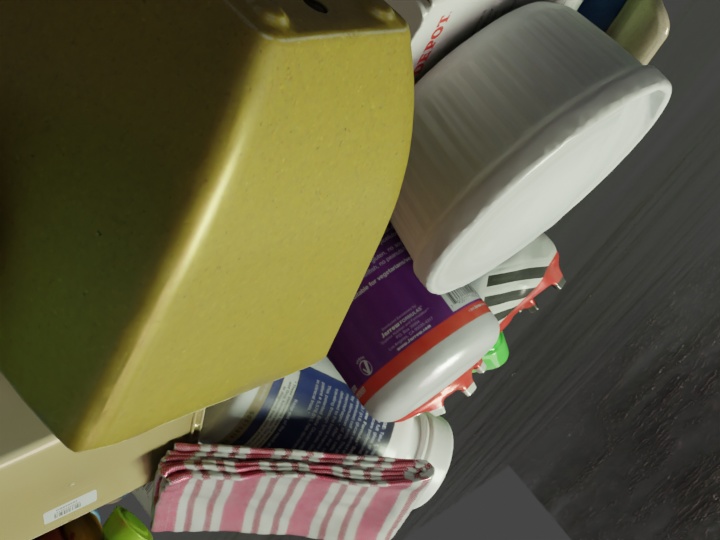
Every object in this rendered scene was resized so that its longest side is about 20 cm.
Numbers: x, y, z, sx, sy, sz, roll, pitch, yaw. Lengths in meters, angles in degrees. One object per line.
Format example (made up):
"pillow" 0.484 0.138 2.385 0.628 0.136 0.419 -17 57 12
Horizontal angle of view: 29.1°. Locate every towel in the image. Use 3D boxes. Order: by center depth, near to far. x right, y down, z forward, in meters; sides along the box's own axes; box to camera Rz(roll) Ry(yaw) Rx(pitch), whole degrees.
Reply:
"towel" -0.055 0.173 1.037 0.199 0.030 0.146 5 151 -9

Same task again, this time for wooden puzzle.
"wooden puzzle" 0.166 -0.190 1.022 0.185 0.046 0.200 122 -17 -48

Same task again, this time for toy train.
"toy train" -0.203 0.228 1.046 0.116 0.200 0.085 -43 130 2

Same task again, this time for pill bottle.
"pill bottle" 0.000 0.000 0.980 0.112 0.200 0.112 -36 170 -7
"pill bottle" -0.029 0.116 1.087 0.200 0.111 0.111 27 121 -25

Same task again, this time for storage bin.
"storage bin" -0.217 0.111 0.958 0.200 0.094 0.199 -24 159 -22

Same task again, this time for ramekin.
"ramekin" 0.094 -0.084 0.891 0.202 0.094 0.202 -36 167 -10

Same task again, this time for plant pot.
"plant pot" -0.087 -0.070 0.665 0.195 0.194 0.200 -17 147 -54

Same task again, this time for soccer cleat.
"soccer cleat" 0.076 0.033 1.068 0.200 0.085 0.069 -45 -166 -21

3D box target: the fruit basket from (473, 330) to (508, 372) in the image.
"fruit basket" 0.017 0.046 1.215 0.215 0.156 0.216 -8 142 -7

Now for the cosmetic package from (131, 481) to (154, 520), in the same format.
"cosmetic package" -0.132 0.143 1.286 0.200 0.102 0.071 -23 158 -45

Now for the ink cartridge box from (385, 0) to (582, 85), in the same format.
"ink cartridge box" 0.061 -0.178 0.889 0.200 0.084 0.146 -30 161 -35
